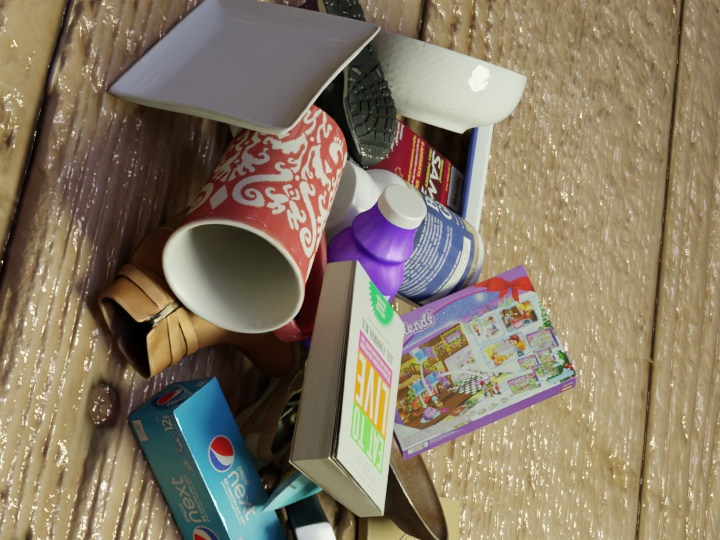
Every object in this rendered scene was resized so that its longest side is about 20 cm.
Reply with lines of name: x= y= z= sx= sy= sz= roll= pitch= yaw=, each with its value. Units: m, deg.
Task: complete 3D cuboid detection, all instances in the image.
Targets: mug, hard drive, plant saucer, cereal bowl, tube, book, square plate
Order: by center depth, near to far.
book: x=-0.005 y=0.111 z=1.396 sx=0.134 sy=0.048 sz=0.202 roll=51 pitch=38 yaw=-51
mug: x=-0.090 y=-0.044 z=1.400 sx=0.201 sy=0.132 sz=0.179 roll=-70 pitch=167 yaw=-45
square plate: x=-0.108 y=-0.197 z=1.439 sx=0.198 sy=0.198 sz=0.029 roll=-53 pitch=148 yaw=-43
hard drive: x=-0.030 y=0.321 z=1.460 sx=0.042 sy=0.135 sz=0.202 roll=-16 pitch=100 yaw=-7
tube: x=-0.043 y=0.196 z=1.463 sx=0.050 sy=0.077 sz=0.200 roll=45 pitch=10 yaw=7
plant saucer: x=0.033 y=0.202 z=1.568 sx=0.201 sy=0.036 sz=0.201 roll=60 pitch=8 yaw=-14
cereal bowl: x=0.082 y=-0.207 z=1.674 sx=0.199 sy=0.199 sz=0.084 roll=10 pitch=99 yaw=-49
hard drive: x=0.136 y=-0.106 z=1.781 sx=0.132 sy=0.025 sz=0.202 roll=89 pitch=10 yaw=-66

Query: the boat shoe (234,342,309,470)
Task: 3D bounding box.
boat shoe: x=-0.057 y=0.132 z=1.504 sx=0.072 sy=0.076 sz=0.200 roll=59 pitch=43 yaw=-23

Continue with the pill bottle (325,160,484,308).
pill bottle: x=0.031 y=-0.039 z=1.576 sx=0.199 sy=0.110 sz=0.112 roll=29 pitch=60 yaw=-41

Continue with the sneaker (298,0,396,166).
sneaker: x=-0.025 y=-0.198 z=1.598 sx=0.075 sy=0.087 sz=0.202 roll=2 pitch=70 yaw=-47

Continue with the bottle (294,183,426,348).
bottle: x=0.000 y=0.000 z=1.482 sx=0.083 sy=0.201 sz=0.066 roll=24 pitch=38 yaw=-11

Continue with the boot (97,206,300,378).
boot: x=-0.150 y=0.054 z=1.405 sx=0.201 sy=0.076 sz=0.155 roll=60 pitch=41 yaw=-19

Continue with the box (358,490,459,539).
box: x=0.052 y=0.344 z=1.636 sx=0.163 sy=0.021 sz=0.202 roll=20 pitch=67 yaw=-48

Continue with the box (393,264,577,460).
box: x=0.108 y=0.094 z=1.556 sx=0.039 sy=0.198 sz=0.138 roll=79 pitch=-12 yaw=-67

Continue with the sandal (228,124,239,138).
sandal: x=-0.101 y=-0.076 z=1.525 sx=0.082 sy=0.049 sz=0.204 roll=10 pitch=61 yaw=-65

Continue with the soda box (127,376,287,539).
soda box: x=-0.138 y=0.205 z=1.399 sx=0.068 sy=0.064 sz=0.202 roll=-39 pitch=113 yaw=-48

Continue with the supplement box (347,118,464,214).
supplement box: x=0.033 y=-0.104 z=1.682 sx=0.200 sy=0.060 sz=0.110 roll=34 pitch=56 yaw=-43
